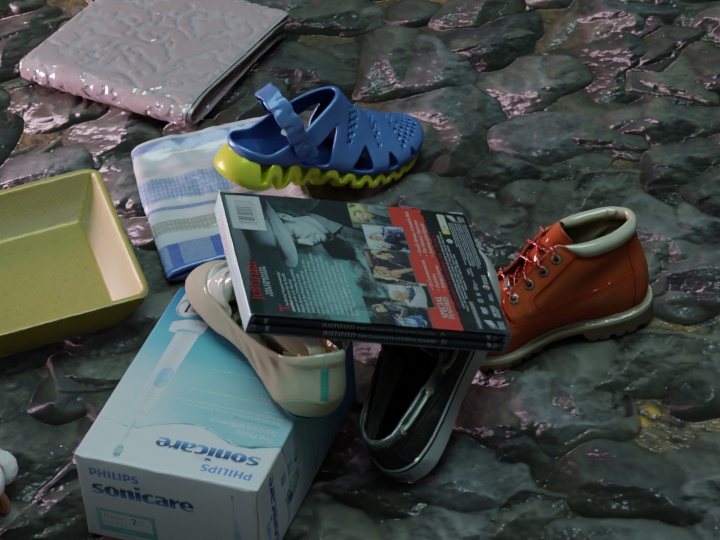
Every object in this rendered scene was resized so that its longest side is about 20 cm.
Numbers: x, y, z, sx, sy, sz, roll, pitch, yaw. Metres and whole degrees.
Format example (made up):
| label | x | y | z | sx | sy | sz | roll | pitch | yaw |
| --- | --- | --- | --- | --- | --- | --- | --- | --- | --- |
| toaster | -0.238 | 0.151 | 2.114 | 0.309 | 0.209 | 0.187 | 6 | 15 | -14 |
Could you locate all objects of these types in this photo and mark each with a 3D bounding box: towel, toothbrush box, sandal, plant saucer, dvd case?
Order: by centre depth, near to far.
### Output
| label | x | y | z | sx | sy | sz | roll | pitch | yaw |
| --- | --- | --- | --- | --- | --- | --- | --- | --- | --- |
| dvd case | 0.000 | 0.000 | 1.609 | 0.199 | 0.022 | 0.146 | 5 | 38 | -20 |
| toothbrush box | -0.104 | 0.114 | 1.632 | 0.146 | 0.085 | 0.200 | 9 | 39 | 17 |
| plant saucer | -0.291 | 0.007 | 1.830 | 0.199 | 0.049 | 0.200 | -15 | 39 | -11 |
| sandal | -0.027 | -0.121 | 1.901 | 0.200 | 0.087 | 0.079 | -7 | 35 | -34 |
| towel | -0.118 | -0.068 | 1.922 | 0.146 | 0.024 | 0.200 | -13 | 38 | -7 |
| towel | -0.197 | -0.214 | 2.116 | 0.200 | 0.032 | 0.191 | 17 | 42 | 26 |

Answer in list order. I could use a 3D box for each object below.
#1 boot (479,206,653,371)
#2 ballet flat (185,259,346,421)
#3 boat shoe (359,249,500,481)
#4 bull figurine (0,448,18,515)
| label | x | y | z | sx | sy | sz | roll | pitch | yaw |
| --- | --- | --- | --- | --- | --- | --- | --- | --- | --- |
| boot | 0.131 | 0.010 | 1.718 | 0.199 | 0.107 | 0.075 | -17 | 41 | -10 |
| ballet flat | -0.070 | 0.031 | 1.613 | 0.069 | 0.070 | 0.200 | -24 | 44 | -22 |
| boat shoe | 0.052 | 0.058 | 1.645 | 0.071 | 0.064 | 0.200 | 0 | 57 | 31 |
| bull figurine | -0.314 | 0.192 | 1.582 | 0.121 | 0.065 | 0.200 | -9 | 35 | 3 |
